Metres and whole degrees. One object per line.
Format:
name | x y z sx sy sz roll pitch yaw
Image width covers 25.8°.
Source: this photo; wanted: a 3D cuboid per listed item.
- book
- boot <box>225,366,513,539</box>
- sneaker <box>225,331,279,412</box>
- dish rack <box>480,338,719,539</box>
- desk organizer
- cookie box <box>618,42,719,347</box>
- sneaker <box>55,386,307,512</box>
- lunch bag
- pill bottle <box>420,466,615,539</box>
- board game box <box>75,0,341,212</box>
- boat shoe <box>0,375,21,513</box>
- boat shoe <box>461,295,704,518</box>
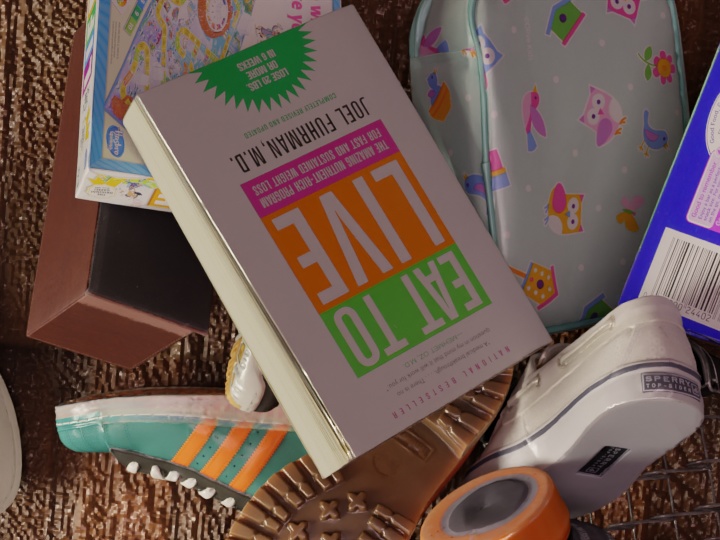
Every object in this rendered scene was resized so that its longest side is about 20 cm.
book | -0.010 -0.019 0.774 0.133 0.048 0.200 -28 83 -27
boot | 0.004 0.119 0.826 0.075 0.107 0.200 42 73 12
sneaker | 0.000 0.000 0.869 0.087 0.076 0.200 33 74 -11
dish rack | 0.151 0.149 0.856 0.153 0.054 0.201 -21 70 40
desk organizer | -0.123 -0.055 0.857 0.072 0.077 0.201 21 59 -31
cookie box | 0.236 -0.032 0.829 0.075 0.200 0.172 23 93 36
sneaker | -0.075 0.108 0.896 0.199 0.071 0.080 2 90 -2
lunch bag | 0.111 -0.064 0.864 0.160 0.077 0.201 -10 98 -31
pill bottle | 0.100 0.198 0.778 0.106 0.106 0.201 -25 106 1
board game box | -0.077 -0.124 0.834 0.134 0.034 0.201 8 63 -18
boat shoe | -0.266 0.056 0.906 0.062 0.073 0.200 -20 105 43
boat shoe | 0.107 0.073 0.801 0.071 0.200 0.070 9 60 -15
